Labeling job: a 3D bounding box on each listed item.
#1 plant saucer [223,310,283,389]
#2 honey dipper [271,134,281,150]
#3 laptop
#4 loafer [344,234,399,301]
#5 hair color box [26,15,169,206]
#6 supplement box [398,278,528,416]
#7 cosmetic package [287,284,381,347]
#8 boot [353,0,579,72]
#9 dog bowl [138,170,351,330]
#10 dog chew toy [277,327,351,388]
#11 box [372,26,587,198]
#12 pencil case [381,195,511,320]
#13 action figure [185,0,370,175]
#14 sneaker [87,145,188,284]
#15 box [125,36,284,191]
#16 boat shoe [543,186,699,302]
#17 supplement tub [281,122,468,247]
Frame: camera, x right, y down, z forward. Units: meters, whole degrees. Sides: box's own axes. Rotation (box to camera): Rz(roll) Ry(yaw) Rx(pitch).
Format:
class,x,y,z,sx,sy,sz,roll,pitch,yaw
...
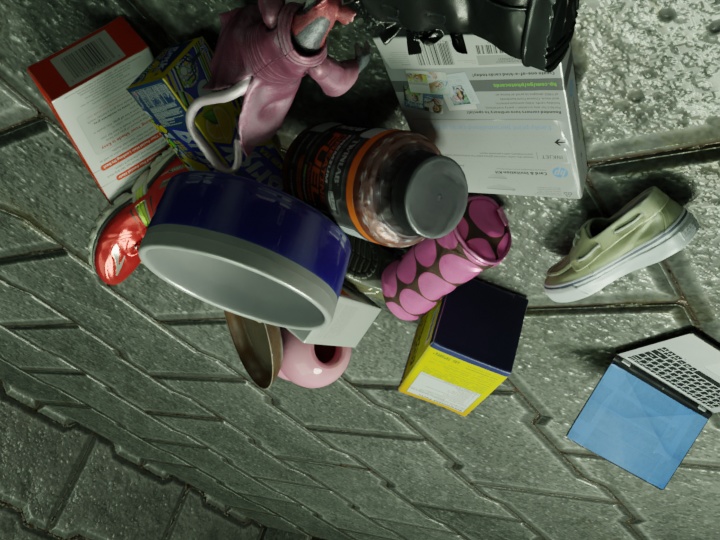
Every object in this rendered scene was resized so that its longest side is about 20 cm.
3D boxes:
class,x,y,z,sx,sy,sz,roll,pitch,yaw
plant saucer,-0.165,0.081,1.169,0.032,0.203,0.200,-18,167,-26
honey dipper,-0.086,-0.164,0.790,0.038,0.038,0.200,24,148,-8
laptop,0.411,0.189,0.991,0.186,0.117,0.200,29,152,-17
loafer,0.000,0.000,0.977,0.198,0.076,0.069,31,147,-20
hair color box,-0.258,-0.157,0.822,0.064,0.110,0.201,47,162,26
supplement box,0.134,0.104,1.036,0.107,0.111,0.201,21,152,-1
cosmetic package,-0.053,0.039,0.974,0.101,0.072,0.200,38,-176,17
boot,0.072,-0.235,0.508,0.161,0.073,0.200,26,140,24
dog bowl,-0.111,-0.015,0.751,0.197,0.080,0.200,16,162,5
dog chew toy,-0.101,0.124,1.231,0.124,0.126,0.199,34,157,-26
box,0.114,-0.144,0.677,0.154,0.042,0.201,6,148,27
pencil case,0.097,-0.014,0.878,0.092,0.093,0.200,66,151,9
action figure,-0.074,-0.182,0.618,0.134,0.149,0.199,49,158,-17
sneaker,-0.229,-0.053,0.853,0.085,0.200,0.077,48,-165,25
box,-0.141,-0.129,0.780,0.064,0.071,0.201,2,137,40
boat shoe,0.253,-0.027,0.782,0.062,0.072,0.200,49,145,-2
supplement tub,0.012,-0.083,0.723,0.107,0.108,0.199,40,168,-34
